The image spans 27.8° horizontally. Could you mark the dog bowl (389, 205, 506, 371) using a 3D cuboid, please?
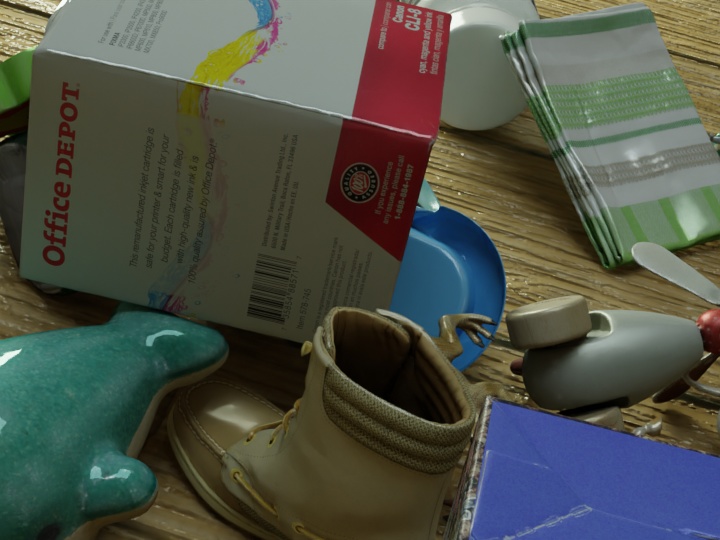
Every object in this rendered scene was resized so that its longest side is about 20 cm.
[{"bbox_3d":[0.000,0.000,0.904,0.199,0.112,0.050,24,-3,19],"label":"dog bowl"}]

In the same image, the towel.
[{"bbox_3d":[0.203,-0.107,1.086,0.149,0.031,0.201,-15,73,-29],"label":"towel"}]

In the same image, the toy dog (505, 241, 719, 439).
[{"bbox_3d":[0.171,0.048,0.893,0.199,0.133,0.096,5,1,-19],"label":"toy dog"}]

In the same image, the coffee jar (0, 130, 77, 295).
[{"bbox_3d":[-0.132,-0.062,0.946,0.200,0.105,0.085,-25,14,-39],"label":"coffee jar"}]

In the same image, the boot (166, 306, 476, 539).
[{"bbox_3d":[-0.025,0.076,0.745,0.073,0.156,0.200,-20,44,-35],"label":"boot"}]

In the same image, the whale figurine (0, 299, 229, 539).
[{"bbox_3d":[-0.161,0.068,0.733,0.159,0.104,0.200,29,56,36],"label":"whale figurine"}]

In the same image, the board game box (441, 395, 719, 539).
[{"bbox_3d":[0.101,0.174,0.606,0.159,0.201,0.097,15,36,3],"label":"board game box"}]

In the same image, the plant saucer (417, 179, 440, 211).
[{"bbox_3d":[-0.010,-0.100,1.010,0.036,0.200,0.200,-36,41,9],"label":"plant saucer"}]

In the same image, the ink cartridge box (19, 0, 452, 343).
[{"bbox_3d":[-0.066,-0.069,0.779,0.199,0.146,0.145,13,37,-2],"label":"ink cartridge box"}]

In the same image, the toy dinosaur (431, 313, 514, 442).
[{"bbox_3d":[0.032,0.053,0.800,0.200,0.058,0.101,39,25,16],"label":"toy dinosaur"}]

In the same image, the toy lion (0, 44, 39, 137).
[{"bbox_3d":[-0.173,-0.130,0.948,0.199,0.069,0.192,-26,3,-15],"label":"toy lion"}]

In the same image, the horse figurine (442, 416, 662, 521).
[{"bbox_3d":[0.150,0.161,0.762,0.132,0.050,0.200,-22,52,-22],"label":"horse figurine"}]

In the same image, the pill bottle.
[{"bbox_3d":[0.089,-0.207,1.200,0.113,0.113,0.200,7,35,-6],"label":"pill bottle"}]

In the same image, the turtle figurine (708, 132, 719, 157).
[{"bbox_3d":[0.350,-0.091,1.127,0.149,0.101,0.200,-11,18,36],"label":"turtle figurine"}]
